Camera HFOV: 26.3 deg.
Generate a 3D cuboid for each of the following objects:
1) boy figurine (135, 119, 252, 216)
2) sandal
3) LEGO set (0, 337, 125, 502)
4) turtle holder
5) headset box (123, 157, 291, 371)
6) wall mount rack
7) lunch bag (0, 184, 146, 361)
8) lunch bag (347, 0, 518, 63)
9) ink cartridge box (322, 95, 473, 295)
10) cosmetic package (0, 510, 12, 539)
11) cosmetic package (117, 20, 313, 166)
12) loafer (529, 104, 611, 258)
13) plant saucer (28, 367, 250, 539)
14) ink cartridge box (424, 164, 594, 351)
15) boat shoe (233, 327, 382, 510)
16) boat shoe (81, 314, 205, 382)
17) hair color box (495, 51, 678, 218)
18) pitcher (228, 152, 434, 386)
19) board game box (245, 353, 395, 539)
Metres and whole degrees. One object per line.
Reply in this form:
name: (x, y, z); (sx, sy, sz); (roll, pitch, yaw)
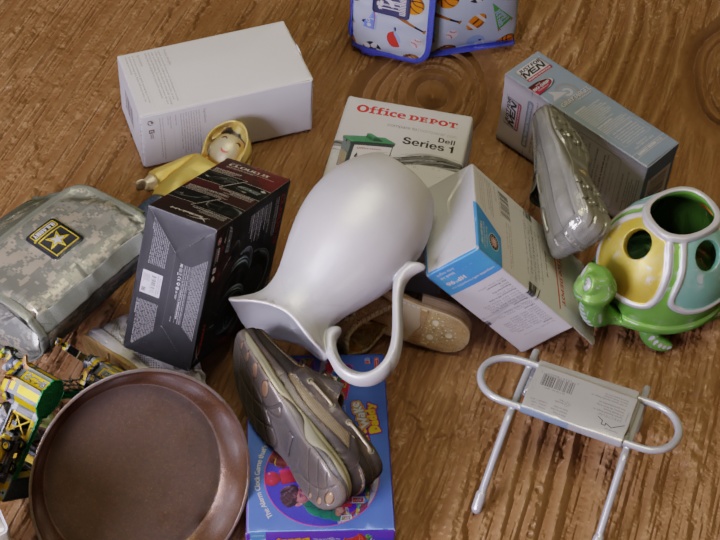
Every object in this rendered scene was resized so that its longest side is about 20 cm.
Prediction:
boy figurine: (-0.174, -0.082, 1.648); (0.124, 0.065, 0.200); (28, 57, 23)
sandal: (0.004, 0.053, 1.527); (0.211, 0.078, 0.070); (13, 41, 2)
LEGO set: (-0.305, 0.127, 1.379); (0.116, 0.154, 0.200); (26, 14, 19)
turtle holder: (0.292, -0.012, 1.559); (0.185, 0.132, 0.141); (-2, 49, -8)
headset box: (-0.142, -0.013, 1.496); (0.077, 0.149, 0.200); (20, 23, 14)
wall mount rack: (0.193, 0.163, 1.449); (0.199, 0.075, 0.174); (18, 47, 13)
lunch bag: (-0.301, 0.002, 1.478); (0.200, 0.118, 0.164); (-3, 33, 51)
lunch bag: (0.085, -0.342, 1.815); (0.199, 0.170, 0.124); (-8, 45, -11)
ink cartridge box: (0.033, -0.083, 1.642); (0.146, 0.084, 0.200); (10, 50, 5)
cosmetic package: (-0.329, 0.244, 1.265); (0.087, 0.200, 0.103); (-23, 53, -19)
cosmetic package: (-0.163, -0.200, 1.735); (0.199, 0.085, 0.108); (-13, 51, -14)
loafer: (0.201, -0.094, 1.586); (0.070, 0.070, 0.200); (35, 31, -31)
plant saucer: (-0.194, 0.181, 1.349); (0.200, 0.201, 0.034); (-22, 16, -21)
ink cartridge box: (0.149, -0.001, 1.548); (0.068, 0.200, 0.116); (-29, 41, 29)
boat shoe: (-0.050, 0.131, 1.412); (0.073, 0.075, 0.200); (-16, 56, -31)
boat shoe: (-0.180, 0.101, 1.482); (0.200, 0.071, 0.069); (35, 58, 26)
hair color box: (0.246, -0.144, 1.695); (0.200, 0.099, 0.061); (38, 57, 26)
pitcher: (0.000, 0.000, 1.457); (0.171, 0.121, 0.200); (32, 73, 19)
board game box: (-0.040, 0.170, 1.445); (0.134, 0.045, 0.200); (0, 49, -3)
